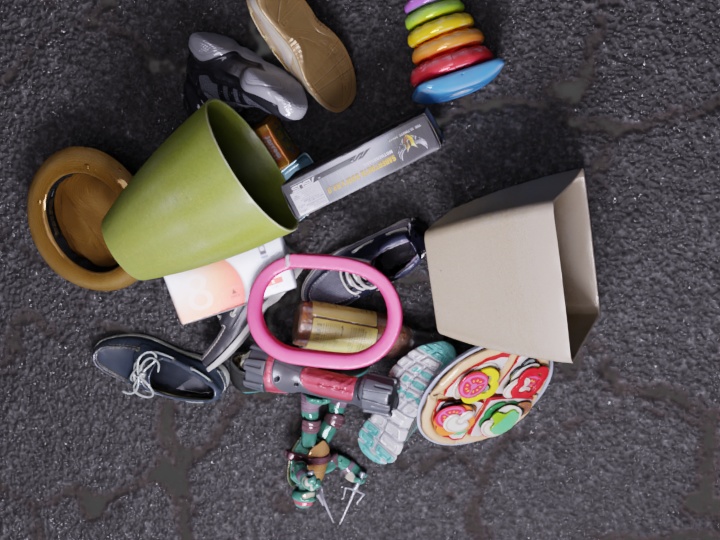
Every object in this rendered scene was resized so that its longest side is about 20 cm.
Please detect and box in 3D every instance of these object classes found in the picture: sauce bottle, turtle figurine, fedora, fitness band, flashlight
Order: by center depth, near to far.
[{"bbox_3d":[-0.046,0.052,1.616,0.199,0.037,0.144,5,93,6],"label":"fitness band"},{"bbox_3d":[-0.051,0.142,1.656,0.200,0.068,0.068,11,114,15],"label":"flashlight"},{"bbox_3d":[0.010,0.086,1.699,0.200,0.066,0.066,12,107,-10],"label":"sauce bottle"},{"bbox_3d":[-0.350,-0.073,1.714,0.200,0.082,0.201,5,107,17],"label":"fedora"},{"bbox_3d":[-0.056,0.260,1.741,0.100,0.150,0.201,13,102,23],"label":"turtle figurine"}]

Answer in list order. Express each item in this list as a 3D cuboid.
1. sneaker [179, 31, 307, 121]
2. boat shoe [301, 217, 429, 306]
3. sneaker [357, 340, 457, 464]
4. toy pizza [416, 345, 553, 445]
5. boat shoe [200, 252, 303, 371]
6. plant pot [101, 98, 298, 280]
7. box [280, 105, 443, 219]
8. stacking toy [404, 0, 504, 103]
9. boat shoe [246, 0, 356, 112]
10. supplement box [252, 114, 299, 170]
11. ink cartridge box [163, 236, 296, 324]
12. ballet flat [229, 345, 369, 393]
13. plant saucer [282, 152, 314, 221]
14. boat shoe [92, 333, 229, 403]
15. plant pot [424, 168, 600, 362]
[{"bbox_3d":[-0.155,-0.218,1.637,0.200,0.075,0.114,37,119,26],"label":"sneaker"},{"bbox_3d":[0.000,0.000,1.678,0.200,0.093,0.075,-34,97,15],"label":"boat shoe"},{"bbox_3d":[0.068,0.165,1.712,0.078,0.091,0.200,38,116,7],"label":"sneaker"},{"bbox_3d":[0.167,0.166,1.665,0.200,0.032,0.200,-17,138,-16],"label":"toy pizza"},{"bbox_3d":[-0.158,0.050,1.727,0.060,0.074,0.200,40,104,-3],"label":"boat shoe"},{"bbox_3d":[-0.209,-0.077,1.555,0.200,0.187,0.187,-32,98,15],"label":"plant pot"},{"bbox_3d":[0.005,-0.138,1.597,0.200,0.158,0.048,-26,97,8],"label":"box"},{"bbox_3d":[0.093,-0.315,1.585,0.116,0.110,0.200,-19,90,-2],"label":"stacking toy"},{"bbox_3d":[-0.076,-0.290,1.624,0.074,0.069,0.200,-42,120,-14],"label":"boat shoe"},{"bbox_3d":[-0.181,-0.124,1.688,0.200,0.069,0.067,-33,100,13],"label":"supplement box"},{"bbox_3d":[-0.186,-0.047,1.641,0.162,0.050,0.200,-18,110,1],"label":"ink cartridge box"},{"bbox_3d":[-0.088,0.125,1.732,0.200,0.068,0.068,-11,129,11],"label":"ballet flat"},{"bbox_3d":[-0.128,-0.076,1.717,0.200,0.019,0.070,-36,97,16],"label":"plant saucer"},{"bbox_3d":[-0.285,0.143,1.777,0.200,0.062,0.075,18,109,4],"label":"boat shoe"},{"bbox_3d":[0.189,-0.006,1.606,0.177,0.200,0.200,-3,105,22],"label":"plant pot"}]
